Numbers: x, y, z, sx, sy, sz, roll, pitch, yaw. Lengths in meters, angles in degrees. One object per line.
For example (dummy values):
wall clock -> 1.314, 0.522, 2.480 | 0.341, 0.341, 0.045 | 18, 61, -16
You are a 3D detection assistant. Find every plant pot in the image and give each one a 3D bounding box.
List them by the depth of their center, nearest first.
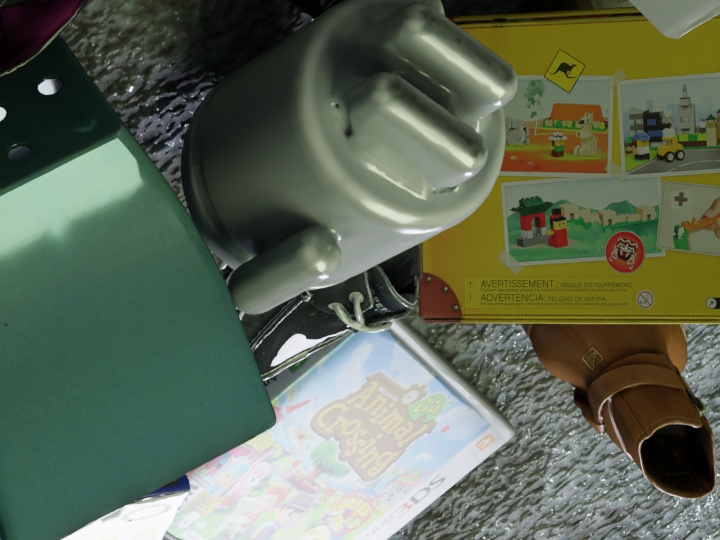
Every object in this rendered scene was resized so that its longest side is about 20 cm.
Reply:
plant pot -> -0.145, -0.003, 1.277 | 0.141, 0.141, 0.200 | -28, 142, -13

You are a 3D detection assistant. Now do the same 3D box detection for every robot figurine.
robot figurine -> -0.011, -0.056, 1.307 | 0.200, 0.113, 0.170 | -26, -149, 56

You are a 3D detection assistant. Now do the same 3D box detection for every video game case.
video game case -> -0.019, 0.111, 1.616 | 0.182, 0.022, 0.200 | -40, 145, 4

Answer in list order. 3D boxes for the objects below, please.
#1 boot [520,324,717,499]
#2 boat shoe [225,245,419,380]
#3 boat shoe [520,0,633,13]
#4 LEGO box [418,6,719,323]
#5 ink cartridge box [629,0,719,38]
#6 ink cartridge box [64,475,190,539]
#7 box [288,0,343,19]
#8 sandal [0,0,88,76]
boot -> 0.165, 0.065, 1.606 | 0.077, 0.155, 0.200 | -41, 145, 6
boat shoe -> 0.000, 0.000, 1.464 | 0.200, 0.068, 0.072 | -43, 145, 8
boat shoe -> 0.102, -0.063, 1.475 | 0.063, 0.073, 0.200 | -7, 135, -32
LEGO box -> 0.130, -0.050, 1.348 | 0.077, 0.200, 0.149 | -4, 94, -64
ink cartridge box -> 0.148, -0.222, 1.187 | 0.083, 0.147, 0.200 | -28, -157, 56
ink cartridge box -> -0.176, 0.133, 1.435 | 0.136, 0.076, 0.200 | -10, 148, -34
box -> -0.008, -0.221, 1.221 | 0.200, 0.048, 0.193 | -44, 142, 12
sandal -> -0.145, -0.117, 1.183 | 0.200, 0.048, 0.075 | -21, 152, 6
